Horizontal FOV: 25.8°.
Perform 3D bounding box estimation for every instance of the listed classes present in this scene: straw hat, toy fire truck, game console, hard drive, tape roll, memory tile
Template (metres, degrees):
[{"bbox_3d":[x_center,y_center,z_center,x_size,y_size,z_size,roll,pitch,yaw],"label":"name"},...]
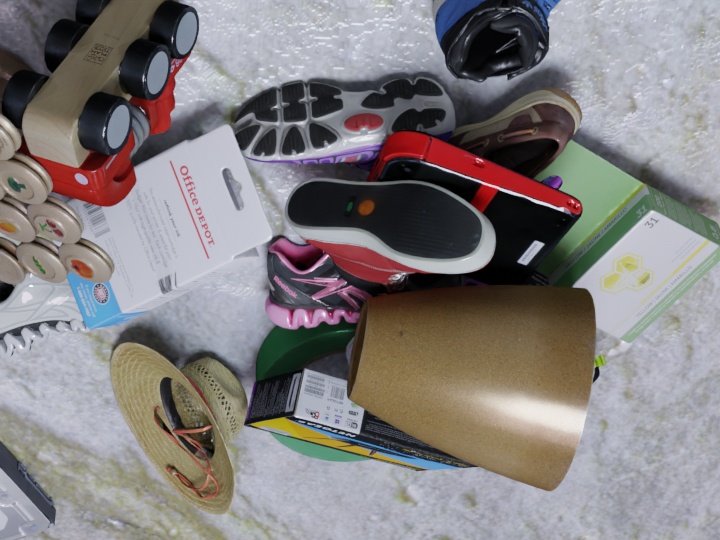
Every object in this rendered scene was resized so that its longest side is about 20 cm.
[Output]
[{"bbox_3d":[-0.163,0.141,1.607,0.085,0.201,0.202,-33,144,-33],"label":"straw hat"},{"bbox_3d":[-0.215,-0.118,1.317,0.128,0.177,0.201,16,143,18],"label":"toy fire truck"},{"bbox_3d":[0.088,-0.051,1.400,0.175,0.031,0.200,19,157,-5],"label":"game console"},{"bbox_3d":[-0.454,0.262,1.730,0.198,0.038,0.140,-19,132,11],"label":"hard drive"},{"bbox_3d":[-0.010,0.116,1.629,0.198,0.048,0.202,-3,134,-3],"label":"tape roll"},{"bbox_3d":[-0.299,-0.057,1.287,0.152,0.017,0.201,3,141,34],"label":"memory tile"}]

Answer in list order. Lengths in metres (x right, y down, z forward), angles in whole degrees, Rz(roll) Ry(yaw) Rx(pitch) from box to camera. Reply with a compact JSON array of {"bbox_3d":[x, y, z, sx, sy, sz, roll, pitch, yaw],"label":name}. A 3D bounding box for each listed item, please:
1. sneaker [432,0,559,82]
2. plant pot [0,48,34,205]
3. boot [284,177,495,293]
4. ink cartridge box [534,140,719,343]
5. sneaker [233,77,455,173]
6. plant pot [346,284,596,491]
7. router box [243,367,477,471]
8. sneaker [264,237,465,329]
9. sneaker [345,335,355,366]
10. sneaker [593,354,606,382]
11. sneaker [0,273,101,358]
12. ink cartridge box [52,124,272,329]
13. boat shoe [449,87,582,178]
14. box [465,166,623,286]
[{"bbox_3d":[0.149,-0.225,1.281,0.199,0.112,0.077,-29,129,20],"label":"sneaker"},{"bbox_3d":[-0.359,-0.096,1.367,0.199,0.093,0.202,-3,134,-3],"label":"plant pot"},{"bbox_3d":[0.046,-0.016,1.384,0.199,0.073,0.144,12,158,32],"label":"boot"},{"bbox_3d":[0.223,-0.025,1.474,0.199,0.048,0.146,25,126,-27],"label":"ink cartridge box"},{"bbox_3d":[-0.014,-0.114,1.398,0.198,0.081,0.084,-2,146,1],"label":"sneaker"},{"bbox_3d":[0.093,0.089,1.429,0.198,0.187,0.187,12,132,-5],"label":"plant pot"},{"bbox_3d":[0.003,0.150,1.544,0.198,0.052,0.149,17,165,-19],"label":"router box"},{"bbox_3d":[0.000,0.000,1.504,0.198,0.079,0.096,-5,119,8],"label":"sneaker"},{"bbox_3d":[0.084,0.093,1.542,0.198,0.073,0.072,0,119,-18],"label":"sneaker"},{"bbox_3d":[0.173,0.134,1.646,0.199,0.072,0.082,-25,169,39],"label":"sneaker"},{"bbox_3d":[-0.285,0.018,1.499,0.198,0.075,0.081,-20,121,10],"label":"sneaker"},{"bbox_3d":[-0.171,-0.039,1.414,0.199,0.117,0.067,-24,173,16],"label":"ink cartridge box"},{"bbox_3d":[0.113,-0.089,1.412,0.199,0.072,0.072,-28,121,38],"label":"boat shoe"},{"bbox_3d":[0.185,-0.013,1.536,0.142,0.036,0.200,28,123,-27],"label":"box"}]
